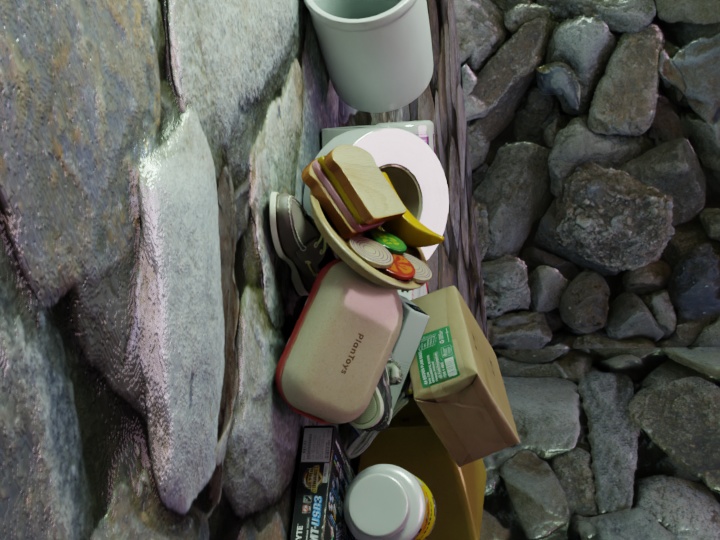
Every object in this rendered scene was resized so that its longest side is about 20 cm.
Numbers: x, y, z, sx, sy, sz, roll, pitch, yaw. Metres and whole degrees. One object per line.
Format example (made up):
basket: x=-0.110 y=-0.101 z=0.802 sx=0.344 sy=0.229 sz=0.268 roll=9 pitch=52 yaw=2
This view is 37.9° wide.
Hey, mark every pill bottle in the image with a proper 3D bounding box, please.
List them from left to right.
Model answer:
pill bottle: x=0.039 y=0.319 z=1.404 sx=0.200 sy=0.108 sz=0.110 roll=55 pitch=35 yaw=-72
pill bottle: x=0.084 y=-0.169 z=1.908 sx=0.112 sy=0.111 sz=0.202 roll=-38 pitch=125 yaw=-75

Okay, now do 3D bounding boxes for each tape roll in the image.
tape roll: x=0.022 y=-0.091 z=1.418 sx=0.201 sy=0.071 sz=0.205 roll=-4 pitch=98 yaw=-35

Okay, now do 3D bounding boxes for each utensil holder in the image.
utensil holder: x=0.018 y=-0.345 z=1.478 sx=0.200 sy=0.168 sz=0.171 roll=70 pitch=21 yaw=-59

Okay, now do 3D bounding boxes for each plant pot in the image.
plant pot: x=0.093 y=0.304 z=1.694 sx=0.195 sy=0.194 sz=0.202 roll=-68 pitch=152 yaw=-63

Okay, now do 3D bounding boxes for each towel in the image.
towel: x=0.037 y=0.195 z=1.627 sx=0.147 sy=0.024 sz=0.200 roll=-51 pitch=-172 yaw=22

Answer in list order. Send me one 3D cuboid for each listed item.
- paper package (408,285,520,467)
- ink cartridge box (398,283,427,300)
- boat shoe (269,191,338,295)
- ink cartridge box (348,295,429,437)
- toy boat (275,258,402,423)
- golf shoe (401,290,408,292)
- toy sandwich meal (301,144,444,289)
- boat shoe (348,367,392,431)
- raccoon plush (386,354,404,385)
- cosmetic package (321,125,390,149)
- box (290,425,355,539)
paper package: x=0.144 y=0.155 z=1.564 sx=0.191 sy=0.103 sz=0.201 roll=56 pitch=16 yaw=-38
ink cartridge box: x=0.066 y=0.025 z=1.860 sx=0.200 sy=0.083 sz=0.147 roll=51 pitch=40 yaw=-71
boat shoe: x=-0.065 y=-0.032 z=1.291 sx=0.200 sy=0.059 sz=0.072 roll=70 pitch=21 yaw=-56
ink cartridge box: x=0.034 y=0.139 z=1.523 sx=0.201 sy=0.039 sz=0.099 roll=-68 pitch=-158 yaw=8
toy boat: x=-0.038 y=0.081 z=1.293 sx=0.130 sy=0.130 sz=0.201 roll=29 pitch=83 yaw=-32
golf shoe: x=0.027 y=-0.054 z=1.572 sx=0.200 sy=0.077 sz=0.095 roll=41 pitch=43 yaw=-32
toy sandwich meal: x=0.019 y=-0.066 z=1.280 sx=0.204 sy=0.070 sz=0.206 roll=33 pitch=28 yaw=-20
boat shoe: x=-0.005 y=0.111 z=1.359 sx=0.067 sy=0.071 sz=0.202 roll=22 pitch=48 yaw=-58
raccoon plush: x=0.036 y=0.080 z=1.445 sx=0.200 sy=0.134 sz=0.097 roll=-46 pitch=169 yaw=-21
cosmetic package: x=0.013 y=-0.159 z=1.578 sx=0.200 sy=0.106 sz=0.091 roll=1 pitch=87 yaw=-80
box: x=-0.045 y=0.337 z=1.369 sx=0.201 sy=0.049 sz=0.200 roll=74 pitch=19 yaw=-52
